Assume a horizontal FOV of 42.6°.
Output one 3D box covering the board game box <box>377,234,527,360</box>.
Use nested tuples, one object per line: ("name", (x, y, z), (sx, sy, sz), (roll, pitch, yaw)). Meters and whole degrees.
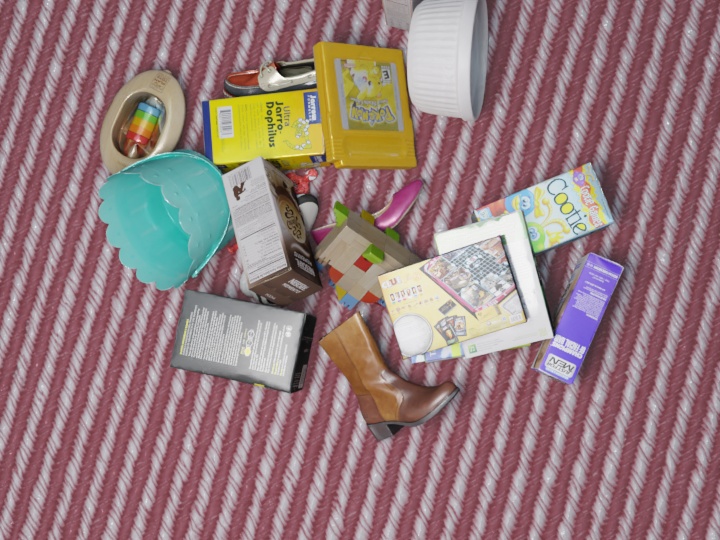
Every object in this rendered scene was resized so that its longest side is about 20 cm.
("board game box", (0.139, 0.041, 1.404), (0.197, 0.035, 0.137), (-17, 91, 12))

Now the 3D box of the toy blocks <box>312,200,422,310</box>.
("toy blocks", (0.000, 0.000, 1.496), (0.199, 0.100, 0.137), (33, 122, -16))

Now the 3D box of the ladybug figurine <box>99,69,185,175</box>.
("ladybug figurine", (-0.364, -0.245, 1.574), (0.134, 0.072, 0.202), (27, 89, 7))

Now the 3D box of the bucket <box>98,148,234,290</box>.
("bucket", (-0.303, -0.089, 1.484), (0.205, 0.135, 0.210), (19, 127, 27))

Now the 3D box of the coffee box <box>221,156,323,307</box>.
("coffee box", (-0.138, -0.059, 1.441), (0.079, 0.113, 0.202), (-24, 66, 16))

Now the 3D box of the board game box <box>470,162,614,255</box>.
("board game box", (0.290, -0.082, 1.494), (0.198, 0.105, 0.104), (-22, 85, 2))

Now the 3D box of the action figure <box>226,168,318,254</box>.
("action figure", (-0.153, -0.108, 1.562), (0.199, 0.052, 0.066), (-37, 79, -1))

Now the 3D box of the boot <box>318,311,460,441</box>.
("boot", (0.045, 0.153, 1.483), (0.187, 0.068, 0.202), (-30, 89, 42))

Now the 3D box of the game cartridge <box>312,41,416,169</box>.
("game cartridge", (0.010, -0.268, 1.516), (0.174, 0.032, 0.203), (-4, 84, -37))

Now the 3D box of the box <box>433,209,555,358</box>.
("box", (0.207, 0.022, 1.428), (0.142, 0.036, 0.203), (-14, 91, 16))

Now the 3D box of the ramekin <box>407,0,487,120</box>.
("ramekin", (0.141, -0.343, 1.483), (0.103, 0.200, 0.203), (4, 86, 14))

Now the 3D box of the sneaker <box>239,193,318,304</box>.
("sneaker", (-0.119, -0.031, 1.528), (0.080, 0.073, 0.202), (34, 96, 45))

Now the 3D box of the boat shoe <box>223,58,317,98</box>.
("boat shoe", (-0.136, -0.325, 1.555), (0.197, 0.063, 0.072), (-1, 50, 3))

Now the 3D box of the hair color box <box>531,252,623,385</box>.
("hair color box", (0.343, 0.078, 1.475), (0.064, 0.109, 0.202), (23, 87, 6))

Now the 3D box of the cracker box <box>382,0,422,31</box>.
("cracker box", (0.078, -0.486, 1.493), (0.057, 0.200, 0.136), (17, 87, 6))

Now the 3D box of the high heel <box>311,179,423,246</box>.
("high heel", (0.012, -0.097, 1.537), (0.096, 0.067, 0.200), (43, 103, -4))

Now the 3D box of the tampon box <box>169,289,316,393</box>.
("tampon box", (-0.185, 0.114, 1.494), (0.197, 0.150, 0.128), (11, 86, 6))

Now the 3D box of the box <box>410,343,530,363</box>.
("box", (0.171, 0.080, 1.520), (0.197, 0.048, 0.124), (-10, 84, 3))

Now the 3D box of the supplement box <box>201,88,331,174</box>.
("supplement box", (-0.154, -0.226, 1.537), (0.197, 0.109, 0.111), (-5, 85, 4))
